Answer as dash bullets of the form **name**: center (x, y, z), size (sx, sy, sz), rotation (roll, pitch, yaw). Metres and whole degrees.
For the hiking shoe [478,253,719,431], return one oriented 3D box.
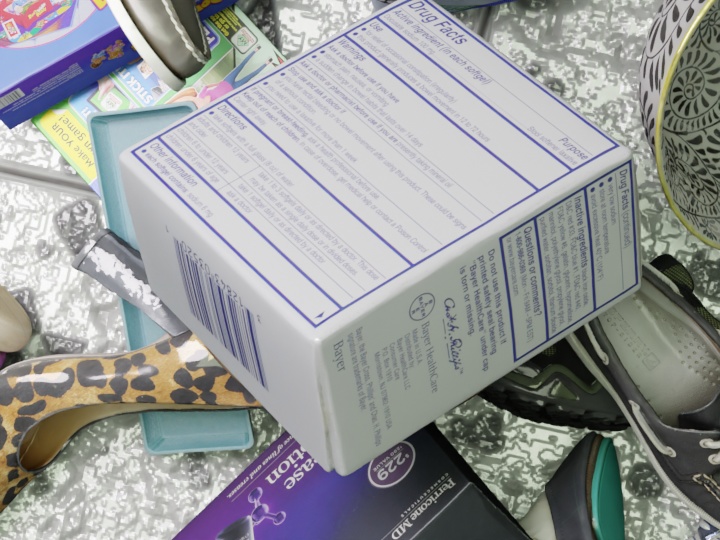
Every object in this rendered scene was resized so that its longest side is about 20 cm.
- **hiking shoe**: center (0.147, 0.040, 1.403), size (0.199, 0.076, 0.101), rotation (9, 80, -4)

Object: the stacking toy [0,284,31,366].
- **stacking toy**: center (-0.280, 0.083, 1.428), size (0.085, 0.085, 0.200), rotation (41, 97, 5)

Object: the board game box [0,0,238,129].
- **board game box**: center (-0.147, -0.189, 1.423), size (0.200, 0.045, 0.135), rotation (-29, 69, 3)

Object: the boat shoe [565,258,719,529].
- **boat shoe**: center (0.181, 0.069, 1.335), size (0.074, 0.060, 0.200), rotation (-37, 89, -9)

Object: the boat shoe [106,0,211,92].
- **boat shoe**: center (-0.119, -0.191, 1.355), size (0.060, 0.072, 0.202), rotation (-26, 65, 9)

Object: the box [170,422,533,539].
- **box**: center (-0.022, 0.166, 1.363), size (0.200, 0.141, 0.079), rotation (-44, 130, 1)

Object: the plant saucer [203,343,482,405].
- **plant saucer**: center (0.000, 0.000, 1.365), size (0.199, 0.029, 0.201), rotation (2, 61, -3)

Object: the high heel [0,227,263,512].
- **high heel**: center (-0.139, 0.095, 1.397), size (0.142, 0.071, 0.200), rotation (36, 103, 16)

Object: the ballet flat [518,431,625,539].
- **ballet flat**: center (0.113, 0.164, 1.347), size (0.073, 0.200, 0.073), rotation (0, 130, 0)

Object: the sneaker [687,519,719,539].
- **sneaker**: center (0.214, 0.153, 1.394), size (0.200, 0.077, 0.085), rotation (-24, 76, -5)

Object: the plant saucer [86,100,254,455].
- **plant saucer**: center (-0.105, 0.005, 1.414), size (0.070, 0.019, 0.201), rotation (-5, 100, 22)

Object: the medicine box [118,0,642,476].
- **medicine box**: center (0.012, -0.025, 1.276), size (0.200, 0.103, 0.182), rotation (-30, 47, -20)

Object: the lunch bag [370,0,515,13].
- **lunch bag**: center (0.091, -0.218, 1.364), size (0.199, 0.170, 0.124), rotation (-11, 85, 5)

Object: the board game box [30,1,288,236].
- **board game box**: center (-0.074, -0.058, 1.438), size (0.135, 0.029, 0.200), rotation (-43, 85, 0)

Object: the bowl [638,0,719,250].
- **bowl**: center (0.221, -0.117, 1.370), size (0.200, 0.094, 0.201), rotation (-15, 124, -24)
